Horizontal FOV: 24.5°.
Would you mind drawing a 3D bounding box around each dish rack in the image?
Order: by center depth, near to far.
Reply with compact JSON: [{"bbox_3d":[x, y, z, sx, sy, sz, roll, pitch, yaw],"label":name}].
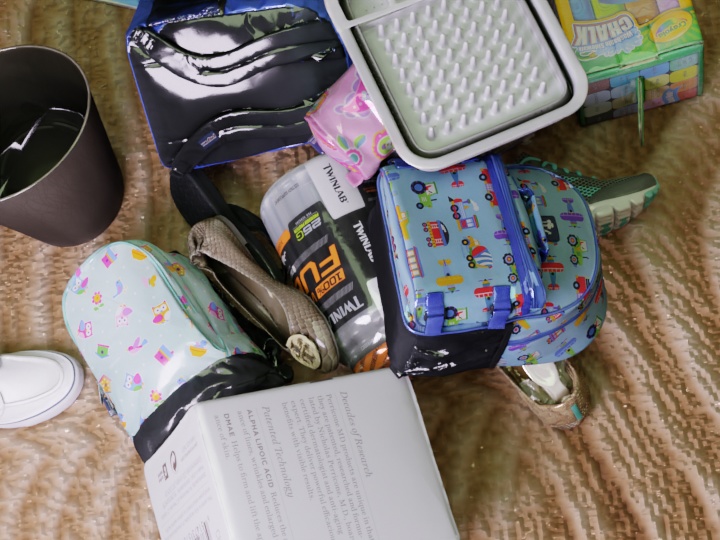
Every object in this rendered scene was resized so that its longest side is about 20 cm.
[{"bbox_3d":[0.077,-0.181,1.365,0.170,0.044,0.201,-22,69,-8],"label":"dish rack"}]

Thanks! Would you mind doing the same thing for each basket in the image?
[{"bbox_3d":[-0.302,-0.103,1.551,0.179,0.200,0.137,-30,73,2],"label":"basket"}]

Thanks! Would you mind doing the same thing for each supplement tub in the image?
[{"bbox_3d":[0.000,0.000,1.510,0.122,0.123,0.201,-29,72,1],"label":"supplement tub"}]

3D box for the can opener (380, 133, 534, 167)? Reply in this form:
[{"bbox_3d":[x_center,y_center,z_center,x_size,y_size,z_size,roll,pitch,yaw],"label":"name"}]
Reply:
[{"bbox_3d":[0.090,-0.139,1.569,0.198,0.053,0.067,-13,77,7],"label":"can opener"}]

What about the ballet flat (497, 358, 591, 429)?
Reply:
[{"bbox_3d":[0.136,0.057,1.500,0.070,0.065,0.200,-43,72,-6],"label":"ballet flat"}]

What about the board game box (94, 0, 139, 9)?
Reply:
[{"bbox_3d":[-0.280,-0.382,1.715,0.198,0.026,0.202,13,78,14],"label":"board game box"}]

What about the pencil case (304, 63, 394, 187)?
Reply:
[{"bbox_3d":[0.041,-0.168,1.448,0.200,0.087,0.087,-45,72,-1],"label":"pencil case"}]

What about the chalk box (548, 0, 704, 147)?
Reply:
[{"bbox_3d":[0.245,-0.217,1.526,0.123,0.124,0.202,-15,74,6],"label":"chalk box"}]

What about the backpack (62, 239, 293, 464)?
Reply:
[{"bbox_3d":[-0.179,0.064,1.519,0.166,0.126,0.201,-38,67,8],"label":"backpack"}]

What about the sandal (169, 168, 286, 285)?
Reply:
[{"bbox_3d":[-0.110,-0.030,1.568,0.048,0.076,0.201,-23,65,-31],"label":"sandal"}]

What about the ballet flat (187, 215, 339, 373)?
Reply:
[{"bbox_3d":[-0.092,0.025,1.492,0.046,0.068,0.200,-25,59,-36],"label":"ballet flat"}]

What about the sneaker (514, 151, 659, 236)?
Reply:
[{"bbox_3d":[0.174,-0.070,1.510,0.198,0.078,0.092,-15,77,-9],"label":"sneaker"}]

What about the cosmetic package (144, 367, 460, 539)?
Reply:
[{"bbox_3d":[-0.053,0.198,1.404,0.198,0.165,0.166,-9,70,-28],"label":"cosmetic package"}]

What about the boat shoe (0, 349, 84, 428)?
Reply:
[{"bbox_3d":[-0.364,0.115,1.572,0.198,0.065,0.074,-13,73,6],"label":"boat shoe"}]

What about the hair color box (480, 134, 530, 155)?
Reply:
[{"bbox_3d":[0.085,-0.200,1.519,0.109,0.065,0.201,-34,76,1],"label":"hair color box"}]

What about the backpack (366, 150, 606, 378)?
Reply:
[{"bbox_3d":[0.115,-0.010,1.388,0.198,0.135,0.184,-4,63,-9],"label":"backpack"}]

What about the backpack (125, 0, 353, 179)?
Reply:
[{"bbox_3d":[-0.100,-0.207,1.556,0.198,0.164,0.169,-8,36,11],"label":"backpack"}]
